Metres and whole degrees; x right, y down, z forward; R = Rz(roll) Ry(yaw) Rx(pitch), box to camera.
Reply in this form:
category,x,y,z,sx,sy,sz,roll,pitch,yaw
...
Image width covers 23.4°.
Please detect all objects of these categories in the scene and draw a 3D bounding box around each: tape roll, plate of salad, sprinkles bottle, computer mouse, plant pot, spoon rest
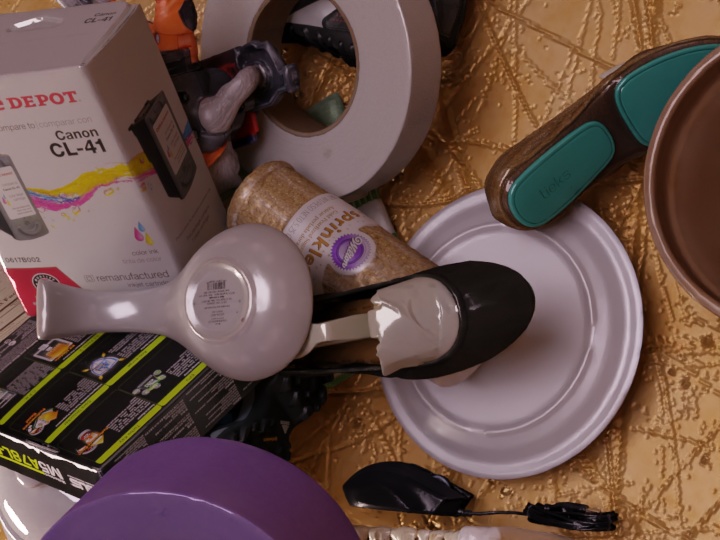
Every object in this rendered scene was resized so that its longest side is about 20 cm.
category,x,y,z,sx,sy,sz,roll,pitch,yaw
tape roll,-0.096,0.206,1.030,0.200,0.085,0.200,4,108,14
plate of salad,0.101,0.041,1.175,0.200,0.048,0.200,-7,77,31
sprinkles bottle,0.000,0.000,1.170,0.200,0.068,0.068,34,96,28
computer mouse,0.078,0.150,1.159,0.200,0.059,0.034,3,82,27
plant pot,0.284,-0.050,1.071,0.201,0.093,0.201,-7,75,28
tape roll,-0.031,-0.148,1.228,0.203,0.037,0.203,11,108,38
spoon rest,-0.114,0.022,1.119,0.200,0.061,0.100,-2,85,29

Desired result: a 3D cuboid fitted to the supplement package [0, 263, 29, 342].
category,x,y,z,sx,sy,sz,roll,pitch,yaw
supplement package,-0.294,-0.067,1.376,0.156,0.111,0.200,-37,64,16

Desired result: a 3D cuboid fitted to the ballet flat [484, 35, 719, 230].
category,x,y,z,sx,sy,sz,roll,pitch,yaw
ballet flat,0.162,-0.097,1.155,0.200,0.068,0.072,-37,24,-7

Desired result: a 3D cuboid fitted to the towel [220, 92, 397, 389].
category,x,y,z,sx,sy,sz,roll,pitch,yaw
towel,-0.042,-0.010,1.280,0.152,0.023,0.200,-31,65,19

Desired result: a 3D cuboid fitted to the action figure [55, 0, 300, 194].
category,x,y,z,sx,sy,sz,roll,pitch,yaw
action figure,-0.151,-0.132,1.235,0.200,0.105,0.194,-23,100,46

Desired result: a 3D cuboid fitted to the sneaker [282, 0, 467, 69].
category,x,y,z,sx,sy,sz,roll,pitch,yaw
sneaker,-0.010,-0.183,1.271,0.200,0.071,0.098,-4,75,26

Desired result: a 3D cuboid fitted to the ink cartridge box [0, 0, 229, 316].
category,x,y,z,sx,sy,sz,roll,pitch,yaw
ink cartridge box,-0.190,-0.070,1.176,0.147,0.200,0.086,-3,38,26

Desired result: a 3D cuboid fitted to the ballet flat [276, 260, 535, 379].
category,x,y,z,sx,sy,sz,roll,pitch,yaw
ballet flat,0.011,0.039,1.082,0.200,0.068,0.068,-14,86,33

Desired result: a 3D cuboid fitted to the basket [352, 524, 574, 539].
category,x,y,z,sx,sy,sz,roll,pitch,yaw
basket,0.051,0.259,1.107,0.123,0.136,0.200,3,81,33

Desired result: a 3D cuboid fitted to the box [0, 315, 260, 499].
category,x,y,z,sx,sy,sz,roll,pitch,yaw
box,-0.163,0.065,1.190,0.193,0.048,0.200,14,46,40

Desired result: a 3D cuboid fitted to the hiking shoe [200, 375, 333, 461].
category,x,y,z,sx,sy,sz,roll,pitch,yaw
hiking shoe,-0.093,0.115,1.189,0.087,0.074,0.200,-2,37,35

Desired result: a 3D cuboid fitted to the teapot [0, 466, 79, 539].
category,x,y,z,sx,sy,sz,roll,pitch,yaw
teapot,-0.190,0.151,1.252,0.200,0.146,0.198,-26,68,20
